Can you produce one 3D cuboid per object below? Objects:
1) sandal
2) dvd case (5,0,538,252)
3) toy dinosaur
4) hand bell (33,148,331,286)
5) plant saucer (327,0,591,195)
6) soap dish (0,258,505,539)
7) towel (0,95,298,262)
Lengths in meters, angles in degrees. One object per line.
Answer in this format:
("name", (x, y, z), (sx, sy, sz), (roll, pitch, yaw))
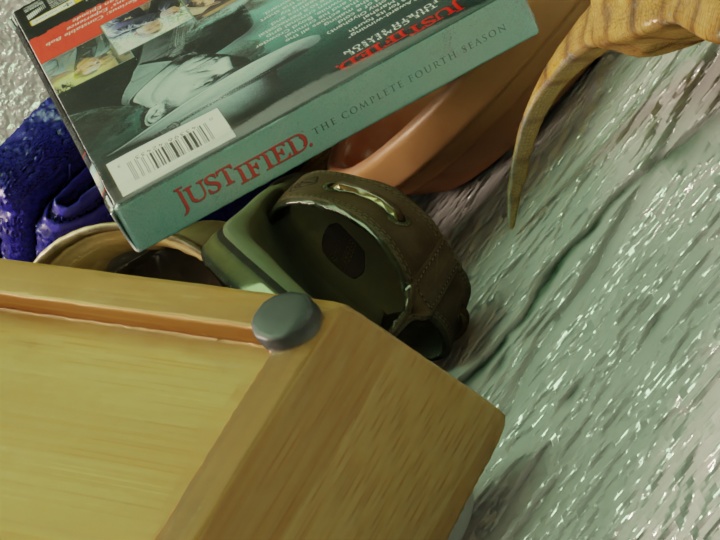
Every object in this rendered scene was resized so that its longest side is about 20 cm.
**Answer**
("sandal", (-0.001, -0.001, 0.776), (0.057, 0.080, 0.201), (-36, 13, 10))
("dvd case", (-0.037, -0.084, 0.891), (0.146, 0.022, 0.200), (-29, 27, -4))
("toy dinosaur", (0.080, -0.078, 0.714), (0.106, 0.060, 0.200), (-56, 11, -12))
("hand bell", (-0.036, -0.007, 0.971), (0.104, 0.104, 0.200), (-45, 1, 33))
("plant saucer", (0.063, -0.101, 0.932), (0.200, 0.037, 0.200), (-50, 11, 14))
("soap dish", (-0.087, 0.069, 0.633), (0.200, 0.081, 0.157), (7, 49, 33))
("towel", (-0.063, -0.036, 1.008), (0.200, 0.049, 0.148), (-43, -33, -33))
